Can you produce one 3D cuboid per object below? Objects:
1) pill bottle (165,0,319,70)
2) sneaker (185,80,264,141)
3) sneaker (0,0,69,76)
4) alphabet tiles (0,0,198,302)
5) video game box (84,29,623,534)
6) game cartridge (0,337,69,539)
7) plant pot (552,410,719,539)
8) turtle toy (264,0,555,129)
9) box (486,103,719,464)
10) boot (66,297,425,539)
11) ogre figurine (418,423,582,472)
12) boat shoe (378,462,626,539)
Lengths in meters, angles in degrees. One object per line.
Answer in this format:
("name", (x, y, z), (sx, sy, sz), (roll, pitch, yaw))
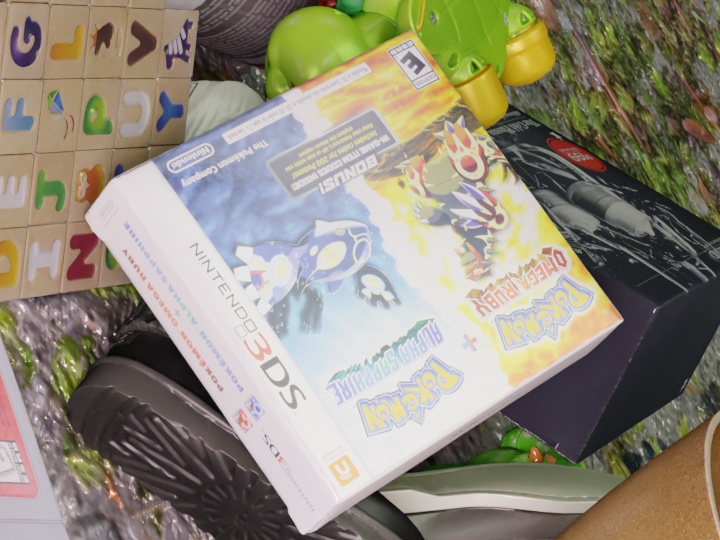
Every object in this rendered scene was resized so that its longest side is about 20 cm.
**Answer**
("pill bottle", (-0.090, -0.184, 1.436), (0.200, 0.111, 0.111), (15, 49, -55))
("sneaker", (-0.122, -0.046, 1.296), (0.200, 0.072, 0.072), (-26, 93, -50))
("sneaker", (-0.170, -0.095, 1.140), (0.088, 0.075, 0.200), (43, 47, -27))
("alphabet tiles", (-0.130, -0.071, 1.166), (0.200, 0.006, 0.167), (-9, 108, -64))
("video game box", (0.000, 0.000, 1.206), (0.200, 0.047, 0.182), (-30, 82, -36))
("game cartridge", (-0.195, 0.059, 1.077), (0.133, 0.041, 0.201), (5, 58, -54))
("plant pot", (0.127, 0.189, 1.177), (0.186, 0.200, 0.187), (45, 28, -32))
("turtle toy", (0.018, -0.139, 1.404), (0.200, 0.101, 0.146), (-45, 114, -54))
("box", (0.102, 0.001, 1.449), (0.182, 0.104, 0.200), (33, 21, 16))
("boot", (-0.024, 0.061, 1.236), (0.211, 0.079, 0.158), (39, 51, -9))
("ogre figurine", (0.083, 0.157, 1.404), (0.200, 0.098, 0.120), (-29, 97, -29))
("boat shoe", (0.057, 0.135, 1.315), (0.072, 0.200, 0.061), (-150, -118, -71))
